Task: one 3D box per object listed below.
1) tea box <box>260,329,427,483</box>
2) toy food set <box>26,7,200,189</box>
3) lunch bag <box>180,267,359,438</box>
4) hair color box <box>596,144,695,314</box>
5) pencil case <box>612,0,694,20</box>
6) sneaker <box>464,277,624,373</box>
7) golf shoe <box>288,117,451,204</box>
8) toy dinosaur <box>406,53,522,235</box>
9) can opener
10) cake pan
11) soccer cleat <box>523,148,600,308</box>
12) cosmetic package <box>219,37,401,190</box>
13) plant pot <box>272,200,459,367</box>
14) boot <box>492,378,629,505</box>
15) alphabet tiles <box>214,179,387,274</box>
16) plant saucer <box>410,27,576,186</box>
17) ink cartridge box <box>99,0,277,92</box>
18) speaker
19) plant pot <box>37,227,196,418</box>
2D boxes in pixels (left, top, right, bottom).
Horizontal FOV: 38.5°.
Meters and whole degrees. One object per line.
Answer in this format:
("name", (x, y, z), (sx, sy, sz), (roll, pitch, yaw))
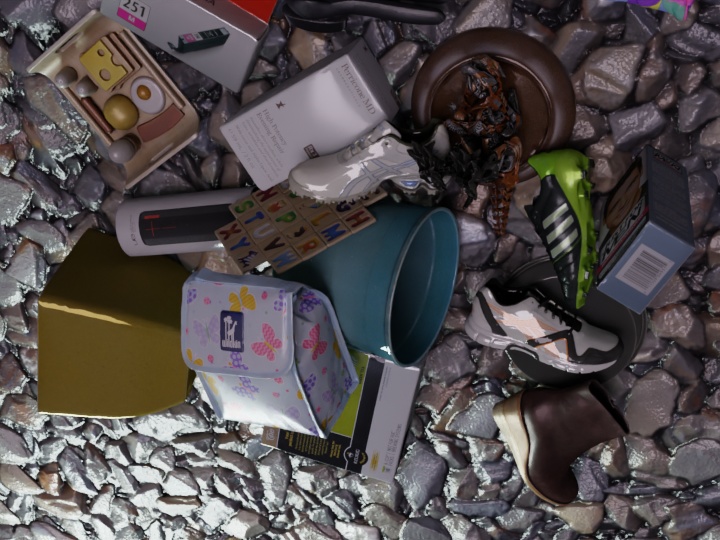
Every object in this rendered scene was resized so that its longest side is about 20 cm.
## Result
("tea box", (-0.017, 0.151, 1.406), (0.195, 0.134, 0.201), (16, 121, 6))
("toy food set", (-0.317, -0.218, 1.327), (0.143, 0.061, 0.200), (-31, 107, 28))
("lunch bag", (-0.117, 0.091, 1.232), (0.169, 0.127, 0.201), (6, 130, 29))
("hair color box", (0.318, -0.050, 1.158), (0.060, 0.200, 0.099), (30, 122, -3))
("pencil case", (0.261, -0.323, 1.092), (0.199, 0.089, 0.089), (12, 121, 8))
("sneaker", (0.231, 0.068, 1.281), (0.199, 0.074, 0.080), (14, 120, 7))
("golf shoe", (0.011, -0.138, 1.214), (0.199, 0.079, 0.098), (-9, 132, -9))
("toy dinosaur", (0.144, -0.136, 1.172), (0.102, 0.135, 0.201), (-16, 102, 59))
("can opener", (0.004, -0.316, 1.191), (0.198, 0.079, 0.064), (3, 81, 11))
("cake pan", (0.270, 0.074, 1.339), (0.199, 0.037, 0.201), (7, 120, 12))
("soccer cleat", (0.242, -0.050, 1.238), (0.081, 0.067, 0.201), (6, 116, 30))
("cosmetic package", (-0.061, -0.189, 1.264), (0.199, 0.074, 0.102), (-25, 110, 28))
("plant pot", (0.000, 0.000, 1.294), (0.187, 0.200, 0.201), (15, 123, 25))
("boot", (0.285, 0.235, 1.379), (0.166, 0.072, 0.200), (-18, 117, 41))
("alphabet tiles", (-0.074, -0.070, 1.256), (0.199, 0.167, 0.006), (-29, 131, -10))
("plant saucer", (0.155, -0.187, 1.229), (0.199, 0.032, 0.201), (7, 121, 12))
("ink cartridge box", (-0.199, -0.328, 1.217), (0.199, 0.044, 0.174), (30, 140, -2))
("speaker", (-0.223, -0.064, 1.376), (0.199, 0.081, 0.082), (-3, 118, 18))
("plant pot", (-0.316, 0.086, 1.427), (0.199, 0.196, 0.195), (12, 121, 1))
